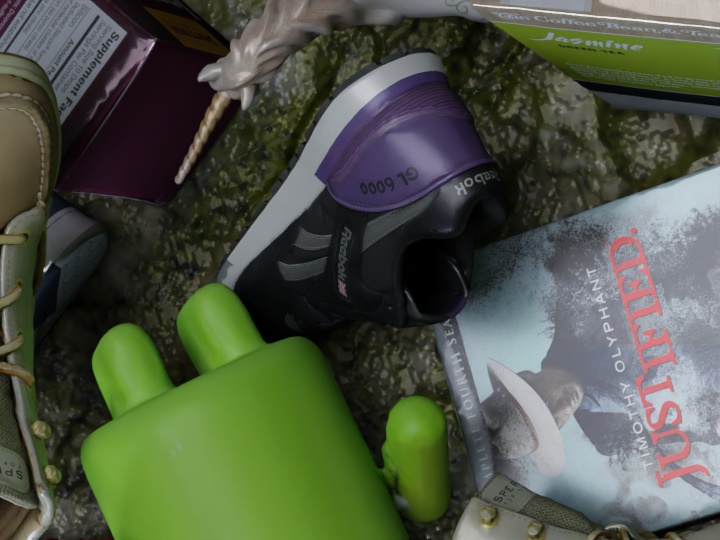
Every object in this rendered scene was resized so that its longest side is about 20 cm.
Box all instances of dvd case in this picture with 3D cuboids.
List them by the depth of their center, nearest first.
[{"bbox_3d":[0.134,0.037,1.074,0.199,0.022,0.147,-19,80,22],"label":"dvd case"}]

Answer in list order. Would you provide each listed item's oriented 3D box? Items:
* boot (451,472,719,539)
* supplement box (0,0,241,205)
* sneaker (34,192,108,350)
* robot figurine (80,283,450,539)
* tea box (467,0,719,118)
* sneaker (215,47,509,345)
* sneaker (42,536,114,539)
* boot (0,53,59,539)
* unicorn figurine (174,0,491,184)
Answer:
[{"bbox_3d":[0.120,0.114,1.012,0.154,0.072,0.201,27,97,25],"label":"boot"},{"bbox_3d":[-0.159,-0.125,1.163,0.200,0.110,0.086,41,103,20],"label":"supplement box"},{"bbox_3d":[-0.235,0.019,1.199,0.146,0.077,0.203,37,92,9],"label":"sneaker"},{"bbox_3d":[-0.045,0.108,1.061,0.175,0.116,0.201,-24,86,-16],"label":"robot figurine"},{"bbox_3d":[0.149,-0.171,0.973,0.133,0.197,0.201,8,84,23],"label":"tea box"},{"bbox_3d":[0.000,0.000,1.060,0.088,0.075,0.200,57,147,19],"label":"sneaker"},{"bbox_3d":[-0.149,0.145,1.167,0.201,0.067,0.108,-38,76,20],"label":"sneaker"},{"bbox_3d":[-0.159,0.025,1.029,0.201,0.072,0.155,112,153,-44],"label":"boot"},{"bbox_3d":[0.009,-0.126,1.065,0.199,0.138,0.074,-14,120,11],"label":"unicorn figurine"}]
